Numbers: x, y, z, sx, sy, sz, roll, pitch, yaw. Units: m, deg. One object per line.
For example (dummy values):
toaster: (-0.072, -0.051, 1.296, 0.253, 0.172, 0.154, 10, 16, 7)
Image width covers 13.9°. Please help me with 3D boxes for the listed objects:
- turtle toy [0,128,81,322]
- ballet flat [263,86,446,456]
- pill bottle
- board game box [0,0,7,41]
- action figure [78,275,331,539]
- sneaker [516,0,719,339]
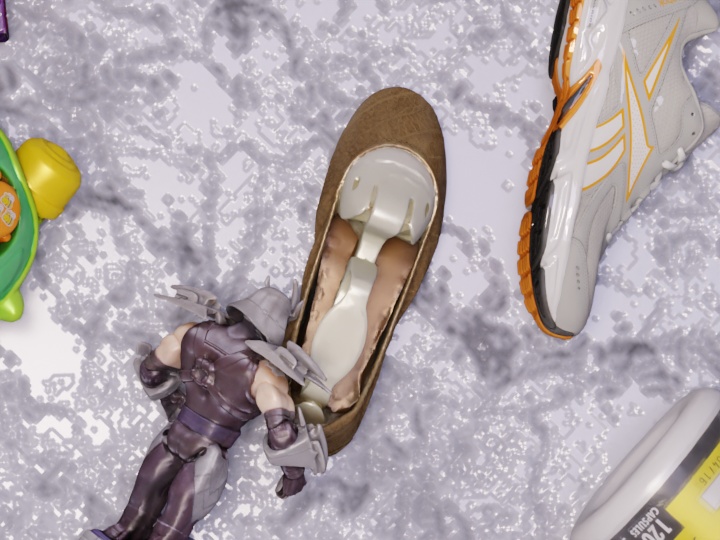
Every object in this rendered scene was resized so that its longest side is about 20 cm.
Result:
turtle toy: (-0.244, -0.042, 1.462, 0.200, 0.101, 0.146, 41, 100, 0)
ballet flat: (0.000, 0.000, 1.503, 0.067, 0.072, 0.201, 22, 84, -4)
pill bottle: (0.211, 0.161, 1.483, 0.200, 0.112, 0.112, 41, 84, 1)
board game box: (-0.286, -0.169, 1.516, 0.198, 0.032, 0.121, -6, 82, -4)
action figure: (-0.083, 0.091, 1.472, 0.069, 0.130, 0.201, 30, 89, -41)
sneaker: (0.138, -0.060, 1.520, 0.091, 0.076, 0.202, 12, 85, -7)
